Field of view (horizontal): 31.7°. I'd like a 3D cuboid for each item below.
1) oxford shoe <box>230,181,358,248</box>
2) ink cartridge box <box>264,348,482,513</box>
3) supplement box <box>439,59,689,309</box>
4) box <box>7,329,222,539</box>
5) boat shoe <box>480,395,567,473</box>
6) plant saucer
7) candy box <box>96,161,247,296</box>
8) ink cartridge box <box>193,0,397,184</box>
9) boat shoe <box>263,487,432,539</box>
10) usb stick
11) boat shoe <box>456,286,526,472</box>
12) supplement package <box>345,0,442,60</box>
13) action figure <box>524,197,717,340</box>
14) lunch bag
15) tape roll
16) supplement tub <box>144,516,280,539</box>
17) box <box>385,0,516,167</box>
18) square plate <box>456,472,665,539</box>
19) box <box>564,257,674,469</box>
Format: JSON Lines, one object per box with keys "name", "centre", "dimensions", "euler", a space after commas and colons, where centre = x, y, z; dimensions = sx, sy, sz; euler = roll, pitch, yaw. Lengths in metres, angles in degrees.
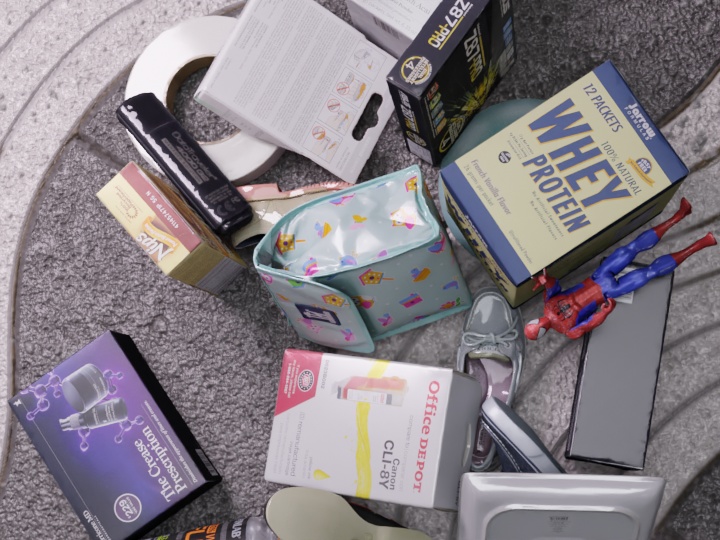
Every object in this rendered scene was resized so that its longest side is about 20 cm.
{"name": "oxford shoe", "centre": [-0.050, -0.056, 1.406], "dimensions": [0.199, 0.071, 0.074], "euler": [-2, 78, 16]}
{"name": "ink cartridge box", "centre": [0.013, 0.166, 1.328], "dimensions": [0.199, 0.083, 0.146], "euler": [5, 80, 26]}
{"name": "supplement box", "centre": [0.200, -0.078, 1.277], "dimensions": [0.200, 0.200, 0.135], "euler": [-33, 80, 0]}
{"name": "box", "centre": [-0.269, 0.188, 1.389], "dimensions": [0.141, 0.079, 0.200], "euler": [-36, 80, 2]}
{"name": "boat shoe", "centre": [0.167, 0.226, 1.310], "dimensions": [0.091, 0.071, 0.200], "euler": [-39, 106, 6]}
{"name": "plant saucer", "centre": [0.185, -0.098, 1.402], "dimensions": [0.200, 0.039, 0.202], "euler": [-1, 82, 6]}
{"name": "candy box", "centre": [-0.196, -0.040, 1.351], "dimensions": [0.055, 0.200, 0.116], "euler": [-42, 80, 2]}
{"name": "ink cartridge box", "centre": [-0.062, -0.210, 1.418], "dimensions": [0.200, 0.050, 0.161], "euler": [32, 76, -17]}
{"name": "boat shoe", "centre": [-0.017, 0.276, 1.312], "dimensions": [0.201, 0.063, 0.074], "euler": [23, 74, -25]}
{"name": "usb stick", "centre": [-0.195, -0.120, 1.398], "dimensions": [0.055, 0.033, 0.200], "euler": [-31, 71, -32]}
{"name": "boat shoe", "centre": [0.137, 0.116, 1.362], "dimensions": [0.074, 0.065, 0.203], "euler": [8, 83, 7]}
{"name": "supplement package", "centre": [0.091, -0.333, 1.406], "dimensions": [0.121, 0.120, 0.200], "euler": [34, 86, 11]}
{"name": "action figure", "centre": [0.237, 0.004, 1.197], "dimensions": [0.200, 0.099, 0.065], "euler": [-35, 75, 7]}
{"name": "lunch bag", "centre": [0.000, 0.000, 1.335], "dimensions": [0.199, 0.170, 0.122], "euler": [-21, 58, 5]}
{"name": "tape roll", "centre": [-0.171, -0.192, 1.455], "dimensions": [0.202, 0.037, 0.204], "euler": [-1, 82, 5]}
{"name": "supplement tub", "centre": [-0.154, 0.330, 1.332], "dimensions": [0.199, 0.123, 0.123], "euler": [-13, 80, 3]}
{"name": "box", "centre": [0.100, -0.215, 1.342], "dimensions": [0.049, 0.200, 0.161], "euler": [32, 80, 16]}
{"name": "square plate", "centre": [0.195, 0.278, 1.275], "dimensions": [0.199, 0.199, 0.029], "euler": [1, 41, 1]}
{"name": "box", "centre": [0.265, 0.100, 1.305], "dimensions": [0.079, 0.141, 0.201], "euler": [10, 83, 6]}
